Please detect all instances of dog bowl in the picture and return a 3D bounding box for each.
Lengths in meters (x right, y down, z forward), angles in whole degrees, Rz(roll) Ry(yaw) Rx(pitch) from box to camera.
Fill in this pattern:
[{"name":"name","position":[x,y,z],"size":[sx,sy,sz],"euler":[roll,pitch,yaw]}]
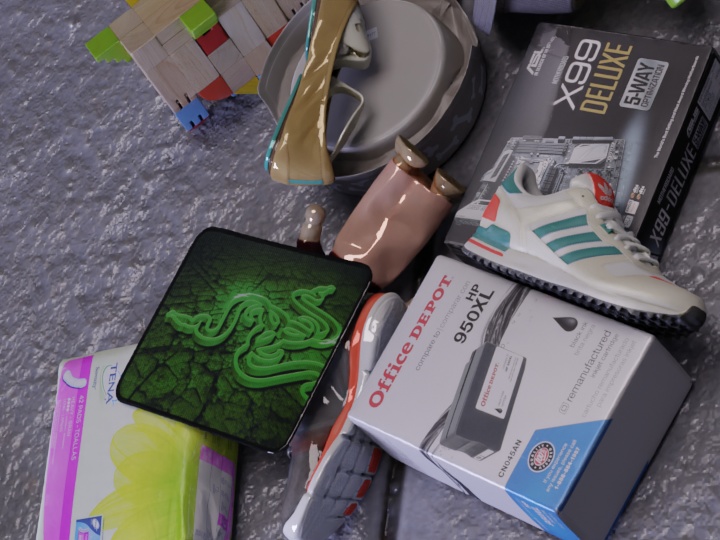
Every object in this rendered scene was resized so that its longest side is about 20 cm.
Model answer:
[{"name":"dog bowl","position":[0.014,-0.151,1.731],"size":[0.199,0.059,0.201],"euler":[-14,57,23]}]

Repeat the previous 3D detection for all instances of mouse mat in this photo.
[{"name":"mouse mat","position":[-0.092,0.049,1.616],"size":[0.199,0.008,0.161],"euler":[14,71,42]}]

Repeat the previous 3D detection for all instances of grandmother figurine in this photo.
[{"name":"grandmother figurine","position":[0.000,0.000,1.641],"size":[0.121,0.061,0.200],"euler":[42,100,11]}]

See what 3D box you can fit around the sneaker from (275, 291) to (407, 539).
[{"name":"sneaker","position":[-0.028,0.107,1.586],"size":[0.082,0.077,0.201],"euler":[13,75,28]}]

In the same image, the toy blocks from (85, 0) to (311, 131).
[{"name":"toy blocks","position":[-0.113,-0.199,1.792],"size":[0.200,0.137,0.100],"euler":[-38,46,-2]}]

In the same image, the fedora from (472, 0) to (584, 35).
[{"name":"fedora","position":[0.148,-0.268,1.673],"size":[0.090,0.200,0.178],"euler":[13,112,2]}]

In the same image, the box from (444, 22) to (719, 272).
[{"name":"box","position":[0.173,-0.084,1.600],"size":[0.157,0.050,0.201],"euler":[14,73,35]}]

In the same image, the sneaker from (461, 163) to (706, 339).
[{"name":"sneaker","position":[0.166,-0.021,1.490],"size":[0.199,0.070,0.094],"euler":[21,85,40]}]

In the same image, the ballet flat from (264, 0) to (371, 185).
[{"name":"ballet flat","position":[-0.022,-0.155,1.689],"size":[0.063,0.069,0.201],"euler":[13,71,6]}]

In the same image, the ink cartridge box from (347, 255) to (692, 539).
[{"name":"ink cartridge box","position":[0.112,0.092,1.514],"size":[0.199,0.084,0.145],"euler":[21,75,38]}]

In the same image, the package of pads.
[{"name":"package of pads","position":[-0.171,0.152,1.663],"size":[0.154,0.068,0.201],"euler":[-12,59,26]}]

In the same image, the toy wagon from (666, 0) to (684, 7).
[{"name":"toy wagon","position":[0.228,-0.290,1.631],"size":[0.040,0.155,0.200],"euler":[-36,2,40]}]
